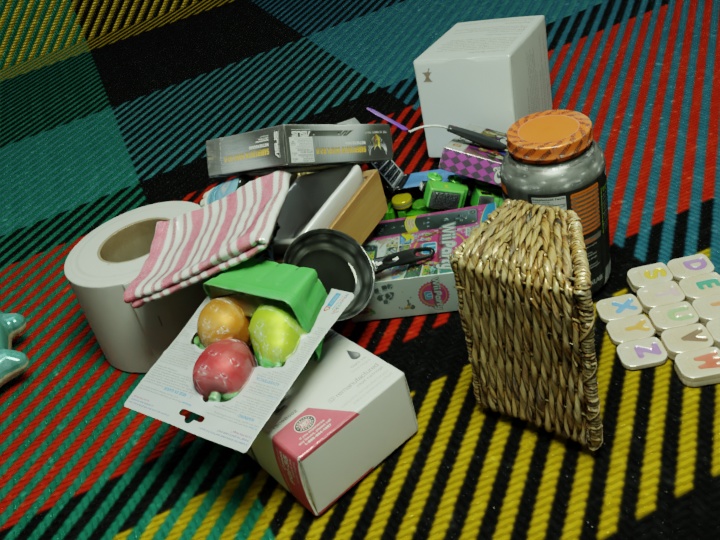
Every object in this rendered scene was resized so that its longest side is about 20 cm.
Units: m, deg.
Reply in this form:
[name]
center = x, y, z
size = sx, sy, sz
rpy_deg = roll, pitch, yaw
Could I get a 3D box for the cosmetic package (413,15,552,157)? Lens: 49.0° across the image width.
[cosmetic package]
center = 0.208, -0.303, 1.303
size = 0.164, 0.170, 0.200
rpy_deg = 6, 34, 30

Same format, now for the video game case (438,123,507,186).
[video game case]
center = 0.224, -0.150, 1.103
size = 0.196, 0.037, 0.181
rpy_deg = 18, 25, 14

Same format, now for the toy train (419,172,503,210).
[toy train]
center = 0.177, -0.100, 1.082
size = 0.195, 0.043, 0.057
rpy_deg = 5, 32, -11

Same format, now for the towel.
[towel]
center = -0.174, -0.040, 0.903
size = 0.197, 0.030, 0.148
rpy_deg = -23, 32, 21

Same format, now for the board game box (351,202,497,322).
[board game box]
center = 0.085, -0.011, 1.021
size = 0.195, 0.065, 0.149
rpy_deg = -7, 34, 12

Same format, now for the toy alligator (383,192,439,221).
[toy alligator]
center = 0.074, -0.085, 1.139
size = 0.195, 0.060, 0.055
rpy_deg = 0, 35, 22

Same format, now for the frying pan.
[frying pan]
center = -0.011, -0.013, 0.943
size = 0.189, 0.031, 0.116
rpy_deg = -35, 81, -29

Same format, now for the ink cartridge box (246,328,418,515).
[ink cartridge box]
center = -0.059, 0.140, 0.836
size = 0.145, 0.084, 0.198
rpy_deg = -34, 37, -26

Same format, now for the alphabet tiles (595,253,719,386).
[alphabet tiles]
center = 0.365, 0.048, 0.861
size = 0.191, 0.015, 0.202
rpy_deg = -12, 33, 6

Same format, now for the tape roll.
[tape roll]
center = -0.275, 0.017, 1.059
size = 0.198, 0.142, 0.204
rpy_deg = -11, 32, 7

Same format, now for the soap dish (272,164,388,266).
[soap dish]
center = -0.062, -0.058, 1.062
size = 0.158, 0.081, 0.199
rpy_deg = -52, 25, -20

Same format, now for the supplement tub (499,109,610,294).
[supplement tub]
center = 0.229, -0.075, 0.927
size = 0.119, 0.204, 0.124
rpy_deg = -10, 32, 6

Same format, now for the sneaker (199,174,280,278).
[sneaker]
center = -0.138, -0.028, 0.975
size = 0.089, 0.204, 0.077
rpy_deg = -32, -19, 37

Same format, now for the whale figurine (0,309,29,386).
[whale figurine]
center = -0.534, 0.098, 1.078
size = 0.198, 0.106, 0.158
rpy_deg = 20, 46, 42

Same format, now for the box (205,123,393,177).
[box]
center = -0.077, -0.156, 1.028
size = 0.156, 0.050, 0.198
rpy_deg = -3, 6, 42

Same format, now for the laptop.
[laptop]
center = 0.078, -0.188, 1.191
size = 0.116, 0.200, 0.187
rpy_deg = -41, 5, 14

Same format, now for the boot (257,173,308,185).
[boot]
center = -0.080, -0.156, 1.238
size = 0.152, 0.074, 0.200
rpy_deg = -21, -7, -14

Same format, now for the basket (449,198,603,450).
[basket]
center = 0.193, 0.043, 0.767
size = 0.147, 0.204, 0.142
rpy_deg = 14, 41, 41

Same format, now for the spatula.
[spatula]
center = 0.102, -0.189, 1.061
size = 0.195, 0.021, 0.057
rpy_deg = 12, 14, 2

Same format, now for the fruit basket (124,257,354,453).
[fruit basket]
center = -0.122, 0.085, 0.809
size = 0.182, 0.094, 0.202
rpy_deg = 8, 55, 36
